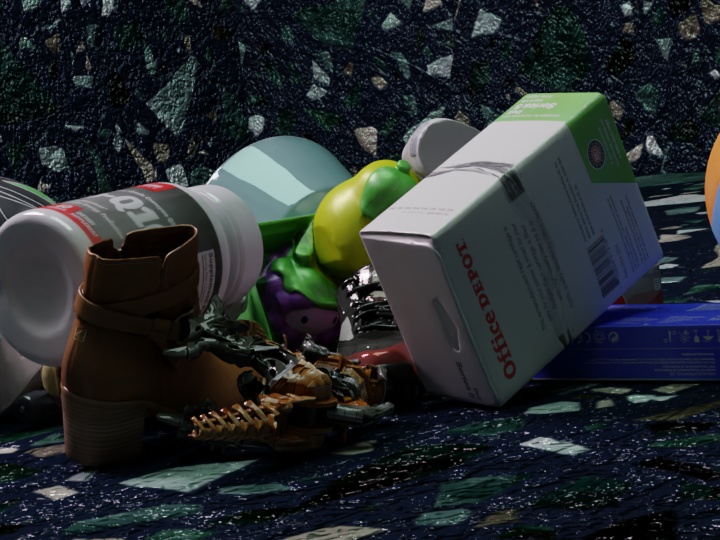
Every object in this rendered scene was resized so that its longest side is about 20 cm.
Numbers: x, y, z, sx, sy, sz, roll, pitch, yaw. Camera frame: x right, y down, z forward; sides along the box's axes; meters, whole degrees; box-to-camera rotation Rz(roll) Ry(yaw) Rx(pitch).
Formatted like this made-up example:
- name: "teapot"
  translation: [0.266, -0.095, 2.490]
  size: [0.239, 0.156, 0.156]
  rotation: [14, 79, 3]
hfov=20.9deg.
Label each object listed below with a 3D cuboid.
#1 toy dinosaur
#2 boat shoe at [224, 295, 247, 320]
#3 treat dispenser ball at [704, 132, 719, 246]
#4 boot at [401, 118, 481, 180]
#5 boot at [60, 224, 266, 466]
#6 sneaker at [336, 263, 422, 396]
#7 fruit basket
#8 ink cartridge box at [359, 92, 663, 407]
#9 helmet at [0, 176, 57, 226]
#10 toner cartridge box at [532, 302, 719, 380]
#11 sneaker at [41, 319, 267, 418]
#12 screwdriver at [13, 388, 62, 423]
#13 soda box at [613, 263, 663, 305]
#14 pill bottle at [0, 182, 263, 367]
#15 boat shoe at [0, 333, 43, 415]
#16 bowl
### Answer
- name: "toy dinosaur"
  translation: [-0.055, 0.080, 1.299]
  size: [0.136, 0.102, 0.200]
  rotation: [14, -8, 25]
- name: "boat shoe"
  translation: [-0.131, 0.026, 1.616]
  size: [0.068, 0.072, 0.200]
  rotation: [6, -40, -32]
- name: "treat dispenser ball"
  translation: [0.396, -0.070, 1.673]
  size: [0.200, 0.201, 0.201]
  rotation: [-7, 6, 1]
- name: "boot"
  translation: [0.128, -0.066, 1.646]
  size: [0.200, 0.074, 0.096]
  rotation: [31, -5, -5]
- name: "boot"
  translation: [-0.131, 0.038, 1.367]
  size: [0.077, 0.156, 0.200]
  rotation: [23, 25, 38]
- name: "sneaker"
  translation: [0.014, 0.045, 1.495]
  size: [0.071, 0.098, 0.200]
  rotation: [-4, 7, 4]
- name: "fruit basket"
  translation: [0.000, 0.000, 1.653]
  size: [0.215, 0.156, 0.216]
  rotation: [-15, -7, -2]
- name: "ink cartridge box"
  translation: [0.112, -0.018, 1.419]
  size: [0.200, 0.146, 0.084]
  rotation: [-39, 28, -31]
- name: "helmet"
  translation: [-0.322, 0.011, 1.693]
  size: [0.200, 0.200, 0.191]
  rotation: [-8, -15, -14]
- name: "toner cartridge box"
  translation: [0.232, 0.052, 1.441]
  size: [0.200, 0.043, 0.095]
  rotation: [-2, 7, 38]
- name: "sneaker"
  translation: [-0.171, 0.081, 1.535]
  size: [0.200, 0.075, 0.090]
  rotation: [-3, -6, -38]
- name: "screwdriver"
  translation: [-0.214, 0.096, 1.598]
  size: [0.028, 0.029, 0.200]
  rotation: [-3, 7, 29]
- name: "soda box"
  translation: [0.151, 0.040, 1.560]
  size: [0.200, 0.064, 0.070]
  rotation: [-11, 7, -36]
- name: "pill bottle"
  translation: [-0.170, -0.004, 1.449]
  size: [0.114, 0.114, 0.200]
  rotation: [-3, 9, 35]
- name: "boat shoe"
  translation: [-0.246, 0.061, 1.584]
  size: [0.200, 0.075, 0.093]
  rotation: [-30, -14, 38]
- name: "bowl"
  translation: [-0.053, -0.015, 1.810]
  size: [0.201, 0.201, 0.105]
  rotation: [-11, 22, -36]
